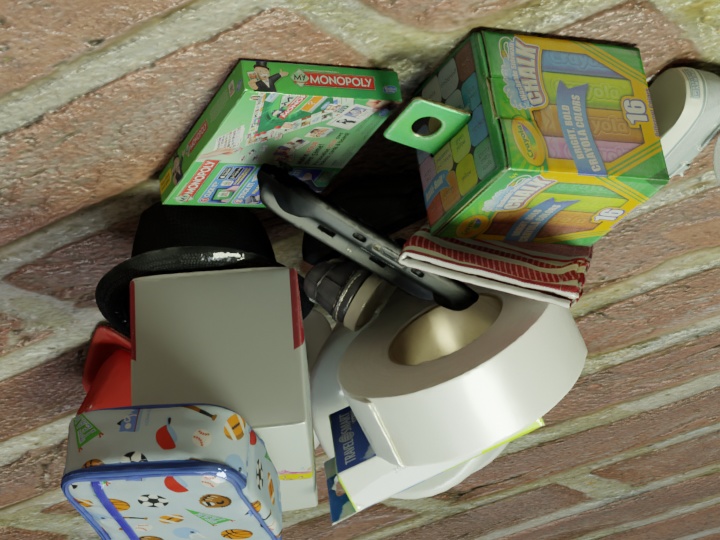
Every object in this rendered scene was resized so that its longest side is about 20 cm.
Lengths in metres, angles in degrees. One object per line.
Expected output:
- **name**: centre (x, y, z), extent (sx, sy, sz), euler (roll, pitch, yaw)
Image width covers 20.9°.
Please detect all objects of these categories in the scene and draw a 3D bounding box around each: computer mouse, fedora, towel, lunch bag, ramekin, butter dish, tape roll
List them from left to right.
- **butter dish**: centre (-0.225, 0.182, 1.965), extent (0.199, 0.148, 0.200), euler (34, 153, 2)
- **lunch bag**: centre (-0.150, 0.175, 1.544), extent (0.159, 0.076, 0.200), euler (-6, 150, 8)
- **fedora**: centre (-0.136, -0.005, 1.699), extent (0.199, 0.092, 0.201), euler (-4, 153, -2)
- **computer mouse**: centre (0.028, -0.063, 1.676), extent (0.199, 0.053, 0.138), euler (-25, 176, 29)
- **ramekin**: centre (0.047, 0.113, 1.804), extent (0.199, 0.202, 0.098), euler (-18, -173, 21)
- **tape roll**: centre (0.082, 0.075, 1.608), extent (0.201, 0.203, 0.071), euler (-18, 113, 21)
- **towel**: centre (0.112, -0.013, 1.556), extent (0.143, 0.023, 0.200), euler (14, -168, 7)

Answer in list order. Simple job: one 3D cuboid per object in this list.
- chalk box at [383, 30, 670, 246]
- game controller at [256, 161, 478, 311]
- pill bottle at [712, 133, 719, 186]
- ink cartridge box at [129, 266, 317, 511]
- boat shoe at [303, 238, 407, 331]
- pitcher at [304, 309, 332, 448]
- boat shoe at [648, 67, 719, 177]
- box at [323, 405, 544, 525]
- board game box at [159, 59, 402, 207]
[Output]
- **chalk box**: centre (0.119, -0.102, 1.524), extent (0.199, 0.125, 0.124), euler (1, 156, -27)
- **game controller**: centre (0.006, -0.027, 1.572), extent (0.199, 0.042, 0.104), euler (30, 173, -26)
- **pill bottle**: centre (0.376, -0.085, 1.654), extent (0.112, 0.114, 0.200), euler (-23, 165, 30)
- **ink cartridge box**: centre (-0.114, 0.109, 1.659), extent (0.143, 0.146, 0.200), euler (-5, 153, -2)
- **boat shoe**: centre (0.000, 0.000, 1.696), extent (0.062, 0.073, 0.200), euler (28, -165, 7)
- **pitcher**: centre (-0.114, 0.121, 2.014), extent (0.170, 0.122, 0.200), euler (5, 147, 0)
- **boat shoe**: centre (0.255, -0.103, 1.654), extent (0.071, 0.071, 0.201), euler (4, 152, -22)
- **box**: centre (0.052, 0.134, 1.673), extent (0.199, 0.048, 0.122), euler (-25, -160, 5)
- **board game box**: centre (-0.068, -0.105, 1.568), extent (0.134, 0.029, 0.200), euler (2, 156, -25)
